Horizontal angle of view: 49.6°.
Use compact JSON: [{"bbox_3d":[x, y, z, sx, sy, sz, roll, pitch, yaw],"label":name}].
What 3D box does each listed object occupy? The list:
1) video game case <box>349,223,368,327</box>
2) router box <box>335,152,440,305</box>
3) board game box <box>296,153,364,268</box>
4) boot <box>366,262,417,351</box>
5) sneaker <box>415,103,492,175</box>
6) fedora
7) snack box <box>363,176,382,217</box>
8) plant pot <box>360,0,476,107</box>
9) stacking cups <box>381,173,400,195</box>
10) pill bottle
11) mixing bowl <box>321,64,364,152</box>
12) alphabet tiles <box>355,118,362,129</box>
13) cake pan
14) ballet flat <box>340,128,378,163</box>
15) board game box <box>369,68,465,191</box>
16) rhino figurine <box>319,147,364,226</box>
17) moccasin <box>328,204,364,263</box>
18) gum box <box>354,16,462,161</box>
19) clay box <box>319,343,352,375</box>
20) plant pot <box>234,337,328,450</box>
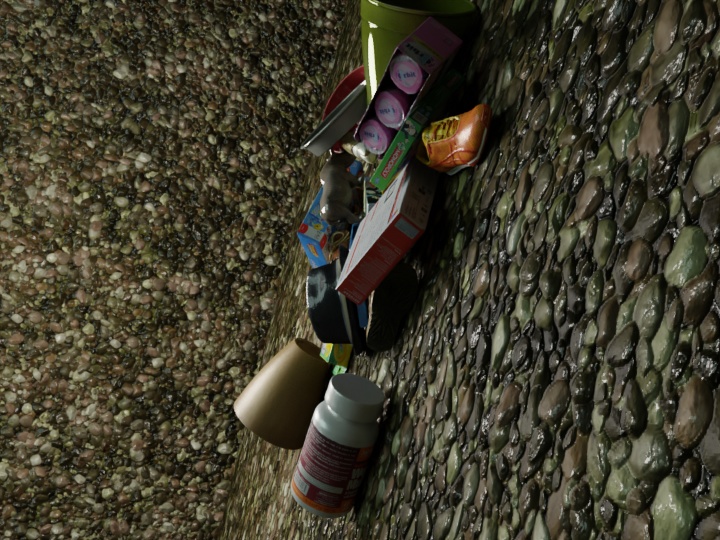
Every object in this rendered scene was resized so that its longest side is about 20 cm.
[{"bbox_3d":[0.000,0.000,1.440,0.200,0.017,0.146,-85,-12,-72],"label":"video game case"},{"bbox_3d":[0.046,-0.070,1.229,0.180,0.048,0.201,-50,13,36],"label":"router box"},{"bbox_3d":[-0.052,-0.114,1.674,0.198,0.055,0.201,-63,-15,-15],"label":"board game box"},{"bbox_3d":[0.043,0.009,1.305,0.202,0.065,0.177,-89,18,-55],"label":"boot"},{"bbox_3d":[0.129,-0.182,1.101,0.200,0.076,0.074,145,141,-71],"label":"sneaker"},{"bbox_3d":[-0.050,0.060,1.435,0.201,0.090,0.205,-11,-90,-86],"label":"fedora"},{"bbox_3d":[0.026,-0.098,1.490,0.201,0.036,0.119,-94,4,-69],"label":"snack box"},{"bbox_3d":[0.084,-0.366,1.336,0.202,0.196,0.196,-95,11,-60],"label":"plant pot"},{"bbox_3d":[0.070,-0.207,1.462,0.202,0.059,0.061,-88,17,-47],"label":"stacking cups"},{"bbox_3d":[-0.033,0.272,1.220,0.110,0.107,0.204,-106,33,-69],"label":"pill bottle"},{"bbox_3d":[0.024,-0.312,1.618,0.198,0.108,0.204,-23,54,35],"label":"mixing bowl"},{"bbox_3d":[0.063,-0.328,1.499,0.193,0.014,0.204,-17,58,39],"label":"alphabet tiles"},{"bbox_3d":[-0.033,-0.291,1.482,0.200,0.037,0.201,-43,13,12],"label":"cake pan"},{"bbox_3d":[0.038,-0.228,1.418,0.197,0.070,0.072,-5,63,35],"label":"ballet flat"},{"bbox_3d":[0.092,-0.224,1.229,0.201,0.029,0.135,-52,-4,-47],"label":"board game box"},{"bbox_3d":[-0.035,-0.169,1.493,0.060,0.085,0.204,94,176,-60],"label":"rhino figurine"},{"bbox_3d":[-0.029,-0.054,1.600,0.073,0.077,0.204,-36,23,57],"label":"moccasin"},{"bbox_3d":[0.068,-0.275,1.210,0.114,0.066,0.201,-51,-5,-39],"label":"gum box"},{"bbox_3d":[-0.038,0.116,1.608,0.115,0.047,0.204,-176,102,-79],"label":"clay box"},{"bbox_3d":[-0.157,0.260,1.744,0.202,0.184,0.187,-60,14,11],"label":"plant pot"}]
